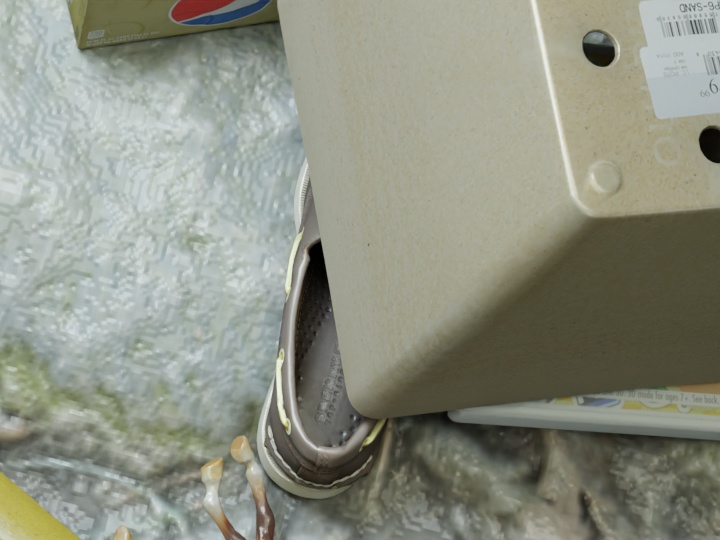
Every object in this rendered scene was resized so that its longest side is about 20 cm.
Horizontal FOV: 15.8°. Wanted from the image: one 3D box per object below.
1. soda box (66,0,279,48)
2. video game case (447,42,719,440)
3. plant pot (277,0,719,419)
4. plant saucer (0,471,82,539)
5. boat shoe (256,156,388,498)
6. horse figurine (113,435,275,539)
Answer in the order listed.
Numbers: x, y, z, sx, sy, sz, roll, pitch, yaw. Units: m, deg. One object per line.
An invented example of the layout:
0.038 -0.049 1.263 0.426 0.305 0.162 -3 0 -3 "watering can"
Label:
-0.037 -0.156 1.198 0.199 0.068 0.064 -9 75 -13 "soda box"
0.134 -0.014 1.201 0.199 0.023 0.183 5 72 -17 "video game case"
0.100 -0.065 1.092 0.199 0.177 0.201 -5 75 -23 "plant pot"
-0.189 0.174 1.081 0.200 0.048 0.200 39 70 1 "plant saucer"
0.000 0.000 1.163 0.071 0.060 0.201 16 71 -6 "boat shoe"
-0.060 0.155 1.080 0.200 0.050 0.133 -31 97 -47 "horse figurine"
